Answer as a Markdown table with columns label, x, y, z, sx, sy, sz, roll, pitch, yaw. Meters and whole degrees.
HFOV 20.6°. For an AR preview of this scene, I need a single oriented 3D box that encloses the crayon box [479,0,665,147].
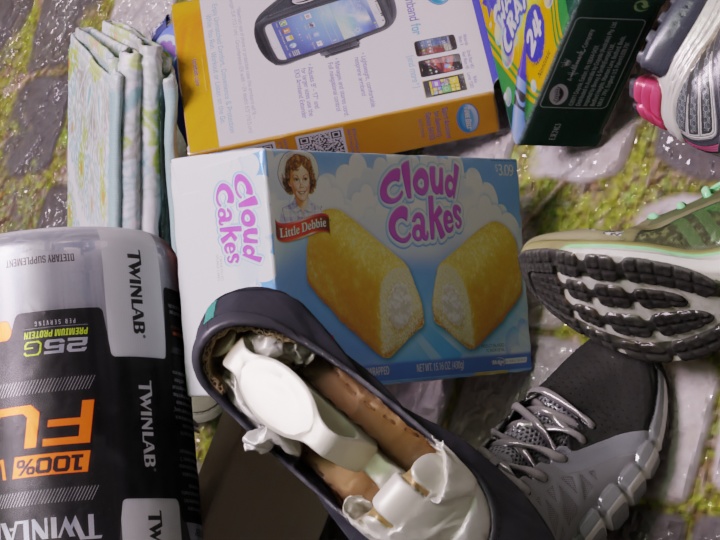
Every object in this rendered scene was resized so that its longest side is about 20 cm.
| label | x | y | z | sx | sy | sz | roll | pitch | yaw |
| --- | --- | --- | --- | --- | --- | --- | --- | --- | --- |
| crayon box | 0.103 | -0.184 | 1.074 | 0.126 | 0.051 | 0.201 | 109 | 156 | -52 |

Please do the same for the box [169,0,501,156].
| label | x | y | z | sx | sy | sz | roll | pitch | yaw |
| --- | --- | --- | --- | --- | --- | --- | --- | --- | --- |
| box | -0.005 | -0.119 | 1.140 | 0.198 | 0.042 | 0.120 | -10 | 53 | 0 |

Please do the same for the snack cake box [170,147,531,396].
| label | x | y | z | sx | sy | sz | roll | pitch | yaw |
| --- | --- | --- | --- | --- | --- | --- | --- | --- | --- |
| snack cake box | 0.000 | 0.000 | 0.995 | 0.067 | 0.199 | 0.116 | -5 | 88 | 41 |

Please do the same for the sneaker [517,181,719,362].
| label | x | y | z | sx | sy | sz | roll | pitch | yaw |
| --- | --- | --- | --- | --- | --- | --- | --- | --- | --- |
| sneaker | 0.175 | -0.012 | 0.949 | 0.198 | 0.077 | 0.089 | -1 | 45 | 21 |

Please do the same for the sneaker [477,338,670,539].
| label | x | y | z | sx | sy | sz | roll | pitch | yaw |
| --- | --- | --- | --- | --- | --- | --- | --- | --- | --- |
| sneaker | 0.074 | 0.091 | 0.935 | 0.075 | 0.116 | 0.201 | 14 | 63 | 40 |

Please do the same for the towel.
| label | x | y | z | sx | sy | sz | roll | pitch | yaw |
| --- | --- | --- | --- | --- | --- | --- | --- | --- | --- |
| towel | -0.143 | -0.045 | 1.197 | 0.171 | 0.048 | 0.202 | -140 | 50 | -68 |

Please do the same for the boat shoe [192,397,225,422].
| label | x | y | z | sx | sy | sz | roll | pitch | yaw |
| --- | --- | --- | --- | --- | --- | --- | --- | --- | --- |
| boat shoe | -0.052 | 0.041 | 1.133 | 0.199 | 0.066 | 0.075 | -36 | 59 | 54 |

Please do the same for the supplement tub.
| label | x | y | z | sx | sy | sz | roll | pitch | yaw |
| --- | --- | --- | --- | --- | --- | --- | --- | --- | --- |
| supplement tub | -0.139 | 0.088 | 0.948 | 0.122 | 0.122 | 0.202 | -16 | 75 | 36 |

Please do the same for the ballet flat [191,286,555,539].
| label | x | y | z | sx | sy | sz | roll | pitch | yaw |
| --- | --- | --- | --- | --- | --- | --- | --- | --- | --- |
| ballet flat | 0.002 | 0.084 | 0.855 | 0.200 | 0.073 | 0.073 | 42 | 101 | 9 |

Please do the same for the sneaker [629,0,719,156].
| label | x | y | z | sx | sy | sz | roll | pitch | yaw |
| --- | --- | --- | --- | --- | --- | --- | --- | --- | --- |
| sneaker | 0.217 | -0.149 | 0.986 | 0.074 | 0.080 | 0.201 | 32 | 99 | 29 |

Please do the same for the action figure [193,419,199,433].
| label | x | y | z | sx | sy | sz | roll | pitch | yaw |
| --- | --- | --- | --- | --- | --- | --- | --- | --- | --- |
| action figure | -0.158 | 0.121 | 1.073 | 0.130 | 0.069 | 0.201 | 24 | 93 | 29 |

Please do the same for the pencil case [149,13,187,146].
| label | x | y | z | sx | sy | sz | roll | pitch | yaw |
| --- | --- | --- | --- | --- | --- | --- | --- | --- | --- |
| pencil case | -0.065 | -0.081 | 1.199 | 0.201 | 0.077 | 0.087 | -119 | 34 | -41 |

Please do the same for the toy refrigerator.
| label | x | y | z | sx | sy | sz | roll | pitch | yaw |
| --- | --- | --- | --- | --- | --- | --- | --- | --- | --- |
| toy refrigerator | -0.073 | 0.181 | 1.070 | 0.076 | 0.070 | 0.201 | 165 | 126 | -76 |
